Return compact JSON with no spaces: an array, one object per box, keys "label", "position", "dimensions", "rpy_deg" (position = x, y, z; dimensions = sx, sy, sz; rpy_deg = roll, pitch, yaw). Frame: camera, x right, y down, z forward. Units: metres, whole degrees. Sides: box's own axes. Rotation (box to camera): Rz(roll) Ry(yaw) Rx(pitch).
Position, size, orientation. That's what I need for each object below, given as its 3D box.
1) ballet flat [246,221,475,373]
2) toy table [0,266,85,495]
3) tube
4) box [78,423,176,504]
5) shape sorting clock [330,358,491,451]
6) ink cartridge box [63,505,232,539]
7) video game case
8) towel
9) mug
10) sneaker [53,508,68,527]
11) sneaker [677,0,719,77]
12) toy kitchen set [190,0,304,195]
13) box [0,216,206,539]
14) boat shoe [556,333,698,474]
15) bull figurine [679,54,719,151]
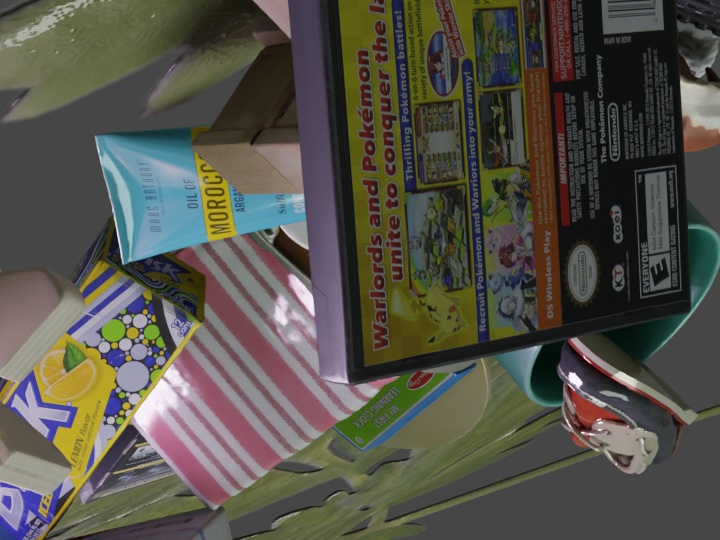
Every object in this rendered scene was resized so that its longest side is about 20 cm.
[{"label":"ballet flat","position":[0.000,0.000,0.975],"dimensions":[0.068,0.200,0.064],"rpy_deg":[-53,-162,-4]},{"label":"toy table","position":[-0.222,0.044,0.802],"dimensions":[0.184,0.117,0.199],"rpy_deg":[-53,148,16]},{"label":"tube","position":[-0.035,-0.054,0.905],"dimensions":[0.198,0.050,0.078],"rpy_deg":[-10,117,-4]},{"label":"box","position":[-0.112,0.107,1.327],"dimensions":[0.199,0.049,0.161],"rpy_deg":[-14,157,-35]},{"label":"shape sorting clock","position":[-0.007,0.044,1.109],"dimensions":[0.039,0.199,0.200],"rpy_deg":[-53,-179,-37]},{"label":"ink cartridge box","position":[-0.160,0.212,1.063],"dimensions":[0.146,0.086,0.200],"rpy_deg":[-12,-179,5]},{"label":"video game case","position":[0.054,-0.070,0.662],"dimensions":[0.180,0.202,0.025],"rpy_deg":[-9,-171,-36]},{"label":"towel","position":[-0.079,0.052,1.074],"dimensions":[0.200,0.147,0.030],"rpy_deg":[-38,-177,34]},{"label":"mug","position":[0.139,-0.021,1.058],"dimensions":[0.151,0.115,0.185],"rpy_deg":[8,126,-52]},{"label":"sneaker","position":[-0.217,0.109,1.098],"dimensions":[0.082,0.074,0.201],"rpy_deg":[-26,151,-51]},{"label":"sneaker","position":[0.176,-0.160,0.956],"dimensions":[0.075,0.082,0.200],"rpy_deg":[18,171,-5]},{"label":"toy kitchen set","position":[-0.013,-0.148,0.749],"dimensions":[0.199,0.180,0.164],"rpy_deg":[3,-124,54]},{"label":"box","position":[-0.171,0.073,0.988],"dimensions":[0.201,0.070,0.064],"rpy_deg":[-53,-164,18]},{"label":"boat shoe","position":[0.153,0.083,1.030],"dimensions":[0.063,0.071,0.200],"rpy_deg":[-46,156,6]},{"label":"bull figurine","position":[0.128,-0.103,0.921],"dimensions":[0.198,0.066,0.121],"rpy_deg":[6,162,23]}]
